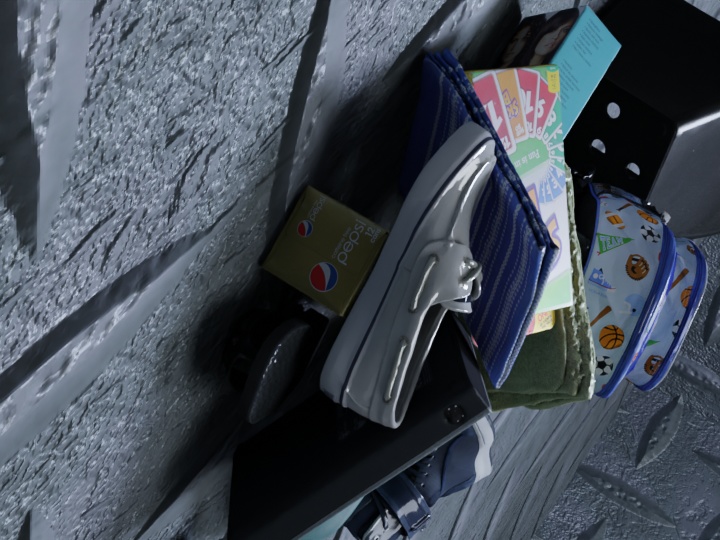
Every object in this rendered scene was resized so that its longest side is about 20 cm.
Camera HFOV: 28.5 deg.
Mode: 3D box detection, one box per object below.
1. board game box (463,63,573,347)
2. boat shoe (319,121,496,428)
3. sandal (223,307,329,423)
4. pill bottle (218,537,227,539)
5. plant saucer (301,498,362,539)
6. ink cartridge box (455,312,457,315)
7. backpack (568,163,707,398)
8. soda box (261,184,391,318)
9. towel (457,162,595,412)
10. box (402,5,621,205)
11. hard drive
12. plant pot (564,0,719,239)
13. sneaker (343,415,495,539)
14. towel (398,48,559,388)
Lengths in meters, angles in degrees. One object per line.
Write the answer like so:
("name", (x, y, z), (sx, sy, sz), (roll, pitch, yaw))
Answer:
("board game box", (0.114, -0.048, 1.048), (0.095, 0.030, 0.202), (-11, 102, -40))
("boat shoe", (0.045, 0.005, 0.908), (0.201, 0.065, 0.072), (-61, 163, 0))
("sandal", (-0.064, 0.058, 0.966), (0.076, 0.048, 0.200), (-63, 176, 3))
("pill bottle", (-0.133, 0.286, 1.010), (0.200, 0.109, 0.110), (-46, 159, -39))
("plant saucer", (-0.009, 0.144, 1.140), (0.201, 0.036, 0.200), (-57, -174, 10))
("ink cartridge box", (0.088, 0.089, 1.380), (0.200, 0.082, 0.147), (-21, 137, -64))
("backpack", (0.213, 0.024, 1.241), (0.190, 0.153, 0.202), (-42, 148, -76))
("soda box", (0.000, 0.000, 1.002), (0.064, 0.067, 0.200), (-60, 164, -1))
("towel", (0.130, 0.014, 1.158), (0.036, 0.148, 0.202), (-6, 86, -35))
("box", (0.120, -0.115, 1.119), (0.082, 0.049, 0.201), (2, -126, 57))
("hard drive", (-0.006, 0.113, 0.993), (0.199, 0.033, 0.140), (-34, -161, 9))
("plant pot", (0.279, -0.142, 1.407), (0.177, 0.199, 0.201), (-25, 143, -43))
("sneaker", (0.038, 0.160, 1.206), (0.145, 0.077, 0.203), (-30, 147, -12))
("towel", (0.073, -0.039, 0.989), (0.024, 0.201, 0.145), (-8, 141, -19))
